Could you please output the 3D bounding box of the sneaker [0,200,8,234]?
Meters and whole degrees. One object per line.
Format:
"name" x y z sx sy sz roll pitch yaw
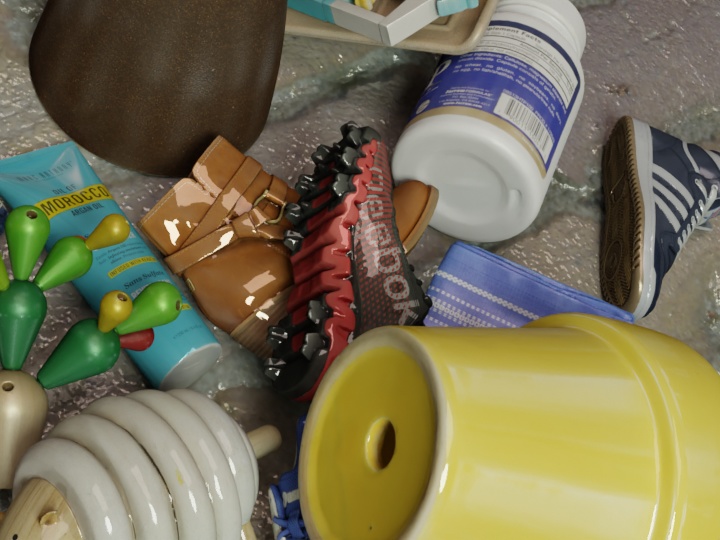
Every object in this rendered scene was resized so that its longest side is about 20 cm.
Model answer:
"sneaker" -0.300 -0.062 0.766 0.200 0.077 0.085 21 33 -53

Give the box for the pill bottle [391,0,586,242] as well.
"pill bottle" 0.111 -0.131 0.997 0.119 0.120 0.201 30 52 -3

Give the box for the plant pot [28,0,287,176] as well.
"plant pot" -0.124 -0.200 0.887 0.186 0.200 0.188 12 55 -17

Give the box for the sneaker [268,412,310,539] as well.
"sneaker" -0.029 0.161 0.729 0.088 0.075 0.200 61 20 -25

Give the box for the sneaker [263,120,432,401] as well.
"sneaker" 0.000 0.000 0.823 0.098 0.071 0.202 24 58 -29

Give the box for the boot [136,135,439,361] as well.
"boot" -0.045 -0.040 0.891 0.155 0.074 0.200 44 56 -1

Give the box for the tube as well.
"tube" -0.170 -0.007 0.846 0.077 0.050 0.200 -20 63 -48

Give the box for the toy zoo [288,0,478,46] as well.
"toy zoo" 0.015 -0.238 0.996 0.199 0.021 0.131 28 59 35

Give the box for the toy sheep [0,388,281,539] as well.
"toy sheep" -0.122 0.134 0.725 0.199 0.138 0.138 -21 69 -47

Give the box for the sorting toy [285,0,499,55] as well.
"sorting toy" 0.031 -0.238 1.034 0.199 0.037 0.186 7 49 22

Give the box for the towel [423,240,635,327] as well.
"towel" 0.085 0.092 0.842 0.144 0.024 0.201 25 76 9

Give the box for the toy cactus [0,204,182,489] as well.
"toy cactus" -0.212 0.043 0.755 0.199 0.102 0.166 4 91 -23

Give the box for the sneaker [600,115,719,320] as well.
"sneaker" 0.257 -0.036 1.033 0.108 0.070 0.201 17 51 -11

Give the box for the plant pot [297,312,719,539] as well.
"plant pot" 0.078 0.111 0.690 0.188 0.201 0.202 17 52 -33
